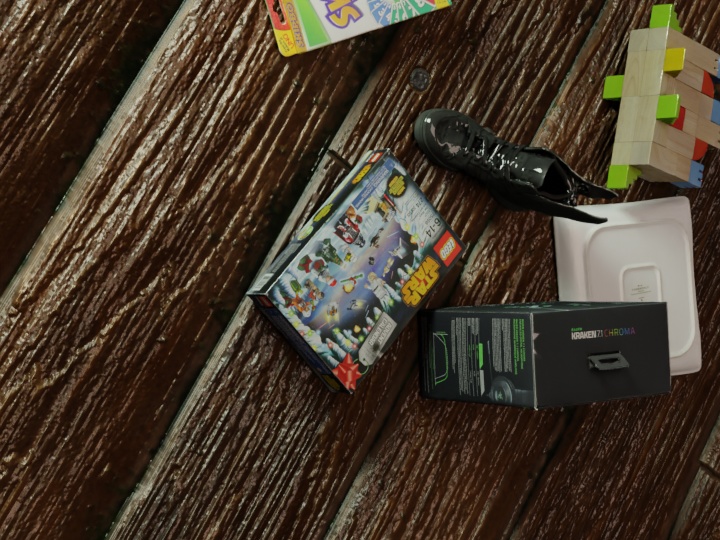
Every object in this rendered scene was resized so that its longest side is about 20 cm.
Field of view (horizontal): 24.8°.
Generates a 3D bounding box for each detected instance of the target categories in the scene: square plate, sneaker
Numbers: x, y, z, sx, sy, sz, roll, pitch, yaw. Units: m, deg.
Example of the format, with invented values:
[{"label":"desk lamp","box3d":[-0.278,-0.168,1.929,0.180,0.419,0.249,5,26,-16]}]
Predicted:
[{"label":"square plate","box3d":[0.299,0.024,1.778,0.199,0.028,0.199,-6,92,-33]},{"label":"sneaker","box3d":[0.155,-0.106,1.640,0.200,0.104,0.060,33,73,-28]}]

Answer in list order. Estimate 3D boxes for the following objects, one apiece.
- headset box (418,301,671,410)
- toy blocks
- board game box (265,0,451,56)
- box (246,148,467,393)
[{"label":"headset box","box3d":[0.183,0.079,1.600,0.174,0.200,0.093,-3,91,-34]},{"label":"toy blocks","box3d":[0.344,-0.170,1.781,0.136,0.100,0.201,17,79,-43]},{"label":"board game box","box3d":[-0.005,-0.278,1.586,0.199,0.030,0.096,-22,101,-29]},{"label":"box","box3d":[0.000,0.000,1.576,0.137,0.040,0.200,50,65,-23]}]
